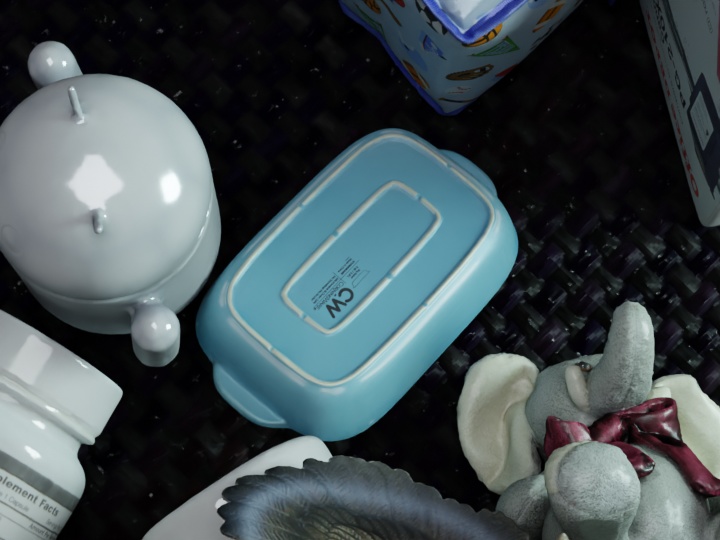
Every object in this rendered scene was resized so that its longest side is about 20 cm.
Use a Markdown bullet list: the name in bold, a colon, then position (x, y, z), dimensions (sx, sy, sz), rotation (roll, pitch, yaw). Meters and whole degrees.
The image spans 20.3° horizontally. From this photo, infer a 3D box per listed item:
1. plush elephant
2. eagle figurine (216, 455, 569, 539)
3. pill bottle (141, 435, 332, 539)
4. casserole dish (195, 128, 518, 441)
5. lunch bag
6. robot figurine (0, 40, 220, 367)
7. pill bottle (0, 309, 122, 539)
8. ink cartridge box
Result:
- **plush elephant**: position (0.135, 0.094, 1.040), dimensions (0.164, 0.200, 0.155), rotation (0, 56, -16)
- **eagle figurine**: position (0.023, 0.164, 0.917), dimensions (0.152, 0.200, 0.151), rotation (-40, 110, -37)
- **pill bottle**: position (-0.017, 0.196, 1.029), dimensions (0.114, 0.114, 0.200), rotation (-32, 81, -7)
- **casserole dish**: position (0.000, 0.000, 1.086), dimensions (0.121, 0.039, 0.200), rotation (38, 69, 15)
- **lunch bag**: position (0.094, -0.193, 1.082), dimensions (0.200, 0.170, 0.124), rotation (-42, 85, -8)
- **robot figurine**: position (-0.130, -0.033, 1.030), dimensions (0.113, 0.200, 0.170), rotation (-25, 81, -6)
- **pill bottle**: position (-0.213, 0.124, 1.040), dimensions (0.113, 0.114, 0.201), rotation (29, 79, 5)
- **ink cartridge box**: position (0.212, -0.117, 1.055), dimensions (0.084, 0.200, 0.145), rotation (-13, 79, -1)
